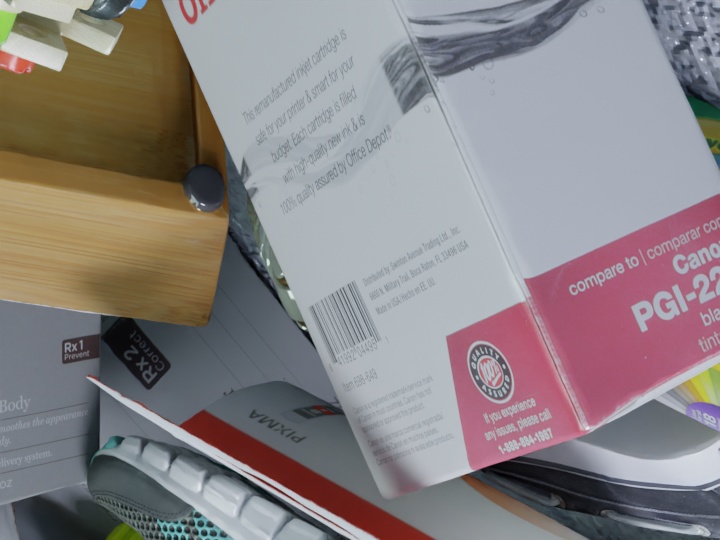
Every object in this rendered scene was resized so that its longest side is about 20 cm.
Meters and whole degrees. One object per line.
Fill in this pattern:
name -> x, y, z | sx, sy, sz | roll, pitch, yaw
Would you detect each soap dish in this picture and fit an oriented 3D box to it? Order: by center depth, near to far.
soap dish -> -0.138, -0.072, 0.718 | 0.198, 0.159, 0.081 | 10, 152, -30

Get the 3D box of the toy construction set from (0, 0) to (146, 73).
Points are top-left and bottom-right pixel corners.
toy construction set -> -0.090, -0.144, 0.602 | 0.131, 0.091, 0.202 | 43, 128, 45

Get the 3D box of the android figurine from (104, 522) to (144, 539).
android figurine -> -0.074, 0.186, 0.945 | 0.181, 0.041, 0.201 | 34, 154, 16

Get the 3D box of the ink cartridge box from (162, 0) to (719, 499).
ink cartridge box -> 0.024, -0.046, 0.629 | 0.201, 0.084, 0.145 | 64, 153, 2

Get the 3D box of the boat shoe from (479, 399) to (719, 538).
boat shoe -> 0.074, 0.061, 0.813 | 0.199, 0.072, 0.068 | 9, 138, 39

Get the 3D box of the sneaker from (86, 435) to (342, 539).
sneaker -> -0.046, 0.134, 0.802 | 0.199, 0.092, 0.078 | 28, 175, 36

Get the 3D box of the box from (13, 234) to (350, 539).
box -> -0.095, 0.099, 1.034 | 0.199, 0.131, 0.199 | 51, 154, -16

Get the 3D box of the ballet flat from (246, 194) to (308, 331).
ballet flat -> 0.000, 0.000, 0.807 | 0.199, 0.062, 0.068 | 18, 141, 52

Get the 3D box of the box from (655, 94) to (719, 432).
box -> 0.149, 0.018, 0.660 | 0.199, 0.048, 0.118 | 26, 150, 29

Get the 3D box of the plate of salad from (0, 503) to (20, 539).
plate of salad -> -0.179, 0.171, 0.980 | 0.200, 0.048, 0.202 | 10, 102, 61

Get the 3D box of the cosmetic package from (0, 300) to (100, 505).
cosmetic package -> -0.168, -0.010, 0.839 | 0.090, 0.106, 0.202 | 17, 110, 44

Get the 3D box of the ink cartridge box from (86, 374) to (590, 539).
ink cartridge box -> 0.013, 0.080, 0.735 | 0.161, 0.050, 0.200 | 26, 170, 28
